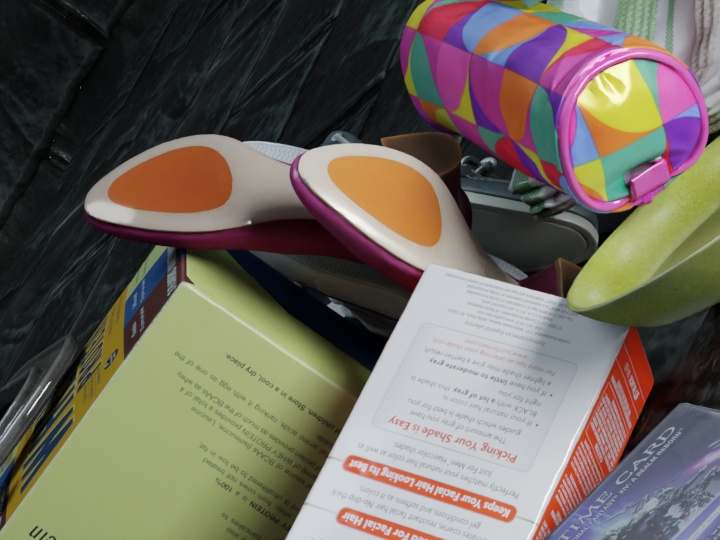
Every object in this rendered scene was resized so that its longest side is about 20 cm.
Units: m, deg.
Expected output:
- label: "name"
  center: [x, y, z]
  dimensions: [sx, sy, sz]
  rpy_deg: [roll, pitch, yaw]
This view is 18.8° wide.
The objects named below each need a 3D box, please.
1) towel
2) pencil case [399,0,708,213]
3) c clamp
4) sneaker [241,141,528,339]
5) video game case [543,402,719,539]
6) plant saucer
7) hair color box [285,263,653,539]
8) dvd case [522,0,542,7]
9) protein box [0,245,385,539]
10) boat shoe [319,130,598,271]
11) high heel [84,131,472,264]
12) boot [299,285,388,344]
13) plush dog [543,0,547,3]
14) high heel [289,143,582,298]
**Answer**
- label: "towel"
  center: [0.152, -0.123, 1.101]
  dimensions: [0.200, 0.031, 0.150]
  rpy_deg: [-30, 42, 49]
- label: "pencil case"
  center: [0.090, -0.087, 1.068]
  dimensions: [0.089, 0.088, 0.200]
  rpy_deg: [-55, 25, 1]
- label: "c clamp"
  center: [-0.215, 0.107, 1.201]
  dimensions: [0.171, 0.027, 0.200]
  rpy_deg: [-59, 11, -15]
- label: "sneaker"
  center: [0.000, 0.000, 1.201]
  dimensions: [0.073, 0.199, 0.071]
  rpy_deg: [-64, 7, -30]
- label: "video game case"
  center: [0.123, 0.113, 0.828]
  dimensions: [0.143, 0.019, 0.200]
  rpy_deg: [-43, 13, -12]
- label: "plant saucer"
  center: [0.176, -0.036, 0.949]
  dimensions: [0.200, 0.031, 0.200]
  rpy_deg: [-39, 6, 5]
- label: "hair color box"
  center: [0.043, 0.105, 0.988]
  dimensions: [0.110, 0.064, 0.201]
  rpy_deg: [15, 62, 28]
- label: "dvd case"
  center: [0.178, -0.201, 1.072]
  dimensions: [0.146, 0.022, 0.200]
  rpy_deg: [-27, 8, 48]
- label: "protein box"
  center: [-0.073, 0.117, 1.166]
  dimensions: [0.200, 0.198, 0.135]
  rpy_deg: [-53, 14, 11]
- label: "boat shoe"
  center: [0.049, -0.046, 1.237]
  dimensions: [0.199, 0.073, 0.062]
  rpy_deg: [7, 60, 34]
- label: "high heel"
  center: [-0.041, -0.020, 1.135]
  dimensions: [0.096, 0.199, 0.068]
  rpy_deg: [86, -178, -53]
- label: "boot"
  center: [0.005, 0.030, 1.348]
  dimensions: [0.200, 0.076, 0.168]
  rpy_deg: [-51, 10, -7]
- label: "plush dog"
  center: [0.160, -0.283, 1.457]
  dimensions: [0.171, 0.161, 0.200]
  rpy_deg: [-33, 6, -26]
- label: "high heel"
  center: [0.028, 0.002, 1.102]
  dimensions: [0.096, 0.199, 0.068]
  rpy_deg: [-34, 46, 42]
